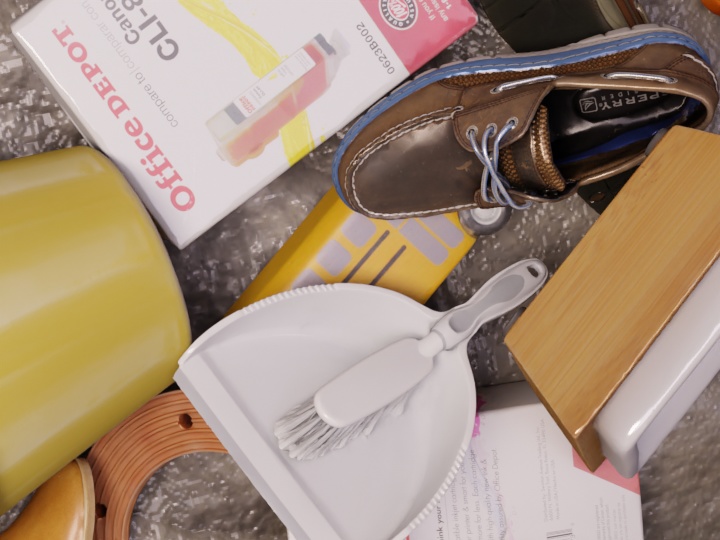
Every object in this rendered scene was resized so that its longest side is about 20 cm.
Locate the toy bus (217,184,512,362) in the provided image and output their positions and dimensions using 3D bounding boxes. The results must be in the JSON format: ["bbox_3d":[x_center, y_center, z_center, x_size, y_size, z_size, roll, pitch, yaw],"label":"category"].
[{"bbox_3d":[0.000,0.000,0.932,0.078,0.065,0.200,40,89,-11],"label":"toy bus"}]

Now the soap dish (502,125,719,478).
[{"bbox_3d":[0.144,0.019,0.840,0.081,0.200,0.158,38,87,15],"label":"soap dish"}]

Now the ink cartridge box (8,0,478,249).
[{"bbox_3d":[-0.063,-0.127,0.894,0.200,0.083,0.145,-38,102,-4],"label":"ink cartridge box"}]

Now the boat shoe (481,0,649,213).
[{"bbox_3d":[0.133,-0.116,0.929,0.075,0.074,0.200,-10,125,31],"label":"boat shoe"}]

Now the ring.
[{"bbox_3d":[-0.066,0.156,0.912,0.199,0.019,0.202,7,107,25],"label":"ring"}]

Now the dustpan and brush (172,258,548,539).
[{"bbox_3d":[0.023,0.047,0.869,0.200,0.057,0.140,-30,76,-41],"label":"dustpan and brush"}]

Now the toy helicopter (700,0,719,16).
[{"bbox_3d":[0.295,-0.181,0.975,0.199,0.079,0.133,24,83,-23],"label":"toy helicopter"}]

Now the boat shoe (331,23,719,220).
[{"bbox_3d":[0.080,-0.069,0.850,0.199,0.072,0.072,-21,115,8],"label":"boat shoe"}]

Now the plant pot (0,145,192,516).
[{"bbox_3d":[-0.193,0.033,0.843,0.188,0.201,0.202,-25,101,-23],"label":"plant pot"}]

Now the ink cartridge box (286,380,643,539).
[{"bbox_3d":[0.052,0.130,0.957,0.199,0.067,0.117,-7,98,-11],"label":"ink cartridge box"}]

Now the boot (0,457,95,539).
[{"bbox_3d":[-0.231,0.180,0.899,0.143,0.071,0.202,16,102,-23],"label":"boot"}]
